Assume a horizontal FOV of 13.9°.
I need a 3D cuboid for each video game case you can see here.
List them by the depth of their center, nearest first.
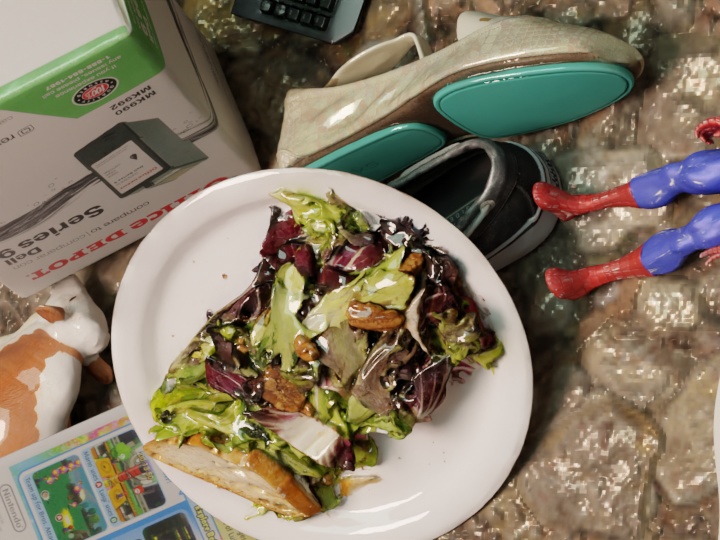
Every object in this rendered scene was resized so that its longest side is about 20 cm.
[{"bbox_3d":[-0.112,0.166,1.411,0.181,0.024,0.201,-23,65,-6],"label":"video game case"}]

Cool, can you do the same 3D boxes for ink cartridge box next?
[{"bbox_3d":[-0.148,-0.078,1.411,0.145,0.200,0.084,-27,67,7],"label":"ink cartridge box"}]

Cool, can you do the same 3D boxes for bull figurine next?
[{"bbox_3d":[-0.190,0.097,1.506,0.121,0.065,0.201,4,82,37],"label":"bull figurine"}]

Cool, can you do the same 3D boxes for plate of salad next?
[{"bbox_3d":[-0.021,0.049,1.351,0.199,0.048,0.201,6,116,12],"label":"plate of salad"}]

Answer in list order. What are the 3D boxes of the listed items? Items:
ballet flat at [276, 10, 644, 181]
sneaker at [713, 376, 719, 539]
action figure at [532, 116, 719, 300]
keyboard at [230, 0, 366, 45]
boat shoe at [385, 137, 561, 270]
[{"bbox_3d":[0.040,-0.090,1.386,0.199,0.067,0.063,-18,62,30],"label":"ballet flat"},{"bbox_3d":[0.202,0.105,1.229,0.104,0.075,0.201,7,93,39],"label":"sneaker"},{"bbox_3d":[0.170,-0.035,1.297,0.199,0.052,0.066,-16,70,29],"label":"action figure"},{"bbox_3d":[-0.026,-0.221,1.481,0.127,0.021,0.201,18,91,35],"label":"keyboard"},{"bbox_3d":[0.001,0.002,1.390,0.199,0.068,0.074,-29,66,26],"label":"boat shoe"}]
